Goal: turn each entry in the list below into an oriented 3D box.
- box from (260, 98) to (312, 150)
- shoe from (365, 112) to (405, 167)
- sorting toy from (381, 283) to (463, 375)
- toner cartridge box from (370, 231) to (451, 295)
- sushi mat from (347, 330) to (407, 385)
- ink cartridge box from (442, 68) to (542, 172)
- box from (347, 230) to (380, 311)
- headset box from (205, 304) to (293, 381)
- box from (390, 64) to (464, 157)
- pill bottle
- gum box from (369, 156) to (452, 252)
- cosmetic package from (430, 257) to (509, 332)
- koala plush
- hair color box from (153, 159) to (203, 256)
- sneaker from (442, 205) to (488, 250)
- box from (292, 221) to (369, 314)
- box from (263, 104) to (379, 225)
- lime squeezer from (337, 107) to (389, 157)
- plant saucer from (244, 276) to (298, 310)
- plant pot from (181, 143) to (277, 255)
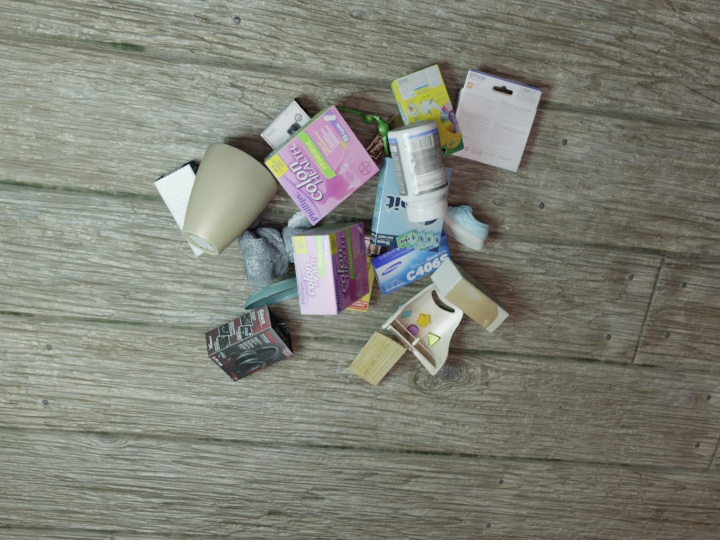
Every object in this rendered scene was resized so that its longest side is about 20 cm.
[{"bbox_3d":[-0.128,-0.289,1.488,0.116,0.060,0.200,-42,108,10],"label":"box"},{"bbox_3d":[0.063,-0.306,1.509,0.199,0.053,0.070,-41,87,6],"label":"shoe"},{"bbox_3d":[0.175,0.134,1.655,0.180,0.107,0.200,-46,107,4],"label":"sorting toy"},{"bbox_3d":[0.129,-0.023,1.585,0.197,0.043,0.096,-26,131,-6],"label":"toner cartridge box"},{"bbox_3d":[0.042,0.234,1.662,0.094,0.012,0.201,31,134,-3],"label":"sushi mat"},{"bbox_3d":[0.316,-0.359,1.512,0.195,0.041,0.204,13,108,-9],"label":"ink cartridge box"},{"bbox_3d":[0.000,0.000,1.610,0.073,0.050,0.205,10,109,-9],"label":"box"},{"bbox_3d":[-0.274,0.184,1.609,0.196,0.078,0.150,-23,140,4],"label":"headset box"},{"bbox_3d":[0.158,-0.358,1.458,0.115,0.048,0.204,-20,92,-9],"label":"box"},{"bbox_3d":[0.132,-0.218,1.390,0.111,0.114,0.205,-13,106,0],"label":"pill bottle"},{"bbox_3d":[0.118,-0.154,1.484,0.166,0.044,0.205,4,100,-19],"label":"gum box"},{"bbox_3d":[0.280,0.064,1.607,0.199,0.106,0.071,35,106,-29],"label":"cosmetic package"},{"bbox_3d":[-0.189,-0.054,1.521,0.195,0.184,0.182,-15,111,-13],"label":"koala plush"},{"bbox_3d":[-0.400,-0.150,1.515,0.098,0.061,0.203,-24,110,4],"label":"hair color box"},{"bbox_3d":[0.237,-0.136,1.583,0.198,0.074,0.083,34,74,-11],"label":"sneaker"},{"bbox_3d":[-0.064,-0.010,1.476,0.094,0.199,0.181,-1,102,24],"label":"box"},{"bbox_3d":[-0.089,-0.240,1.419,0.199,0.097,0.177,-38,108,1],"label":"box"},{"bbox_3d":[0.024,-0.336,1.474,0.200,0.038,0.071,46,127,2],"label":"lime squeezer"},{"bbox_3d":[-0.196,0.052,1.549,0.196,0.200,0.028,-20,82,2],"label":"plant saucer"},{"bbox_3d":[-0.312,-0.145,1.412,0.185,0.187,0.203,32,67,-15],"label":"plant pot"}]
